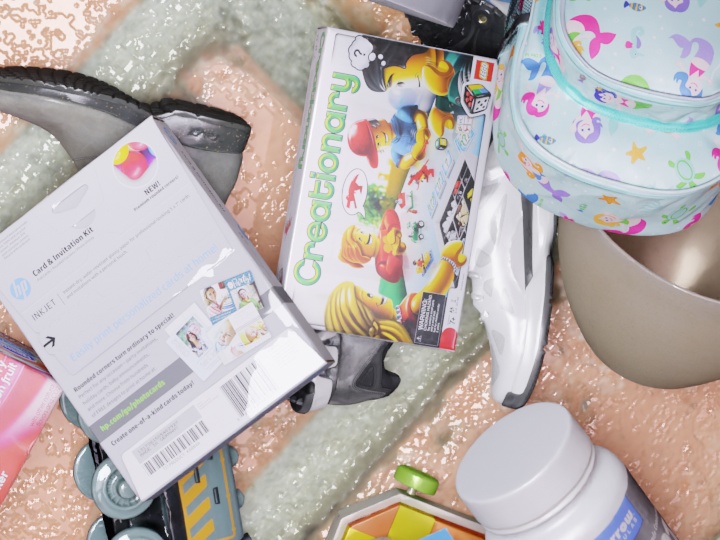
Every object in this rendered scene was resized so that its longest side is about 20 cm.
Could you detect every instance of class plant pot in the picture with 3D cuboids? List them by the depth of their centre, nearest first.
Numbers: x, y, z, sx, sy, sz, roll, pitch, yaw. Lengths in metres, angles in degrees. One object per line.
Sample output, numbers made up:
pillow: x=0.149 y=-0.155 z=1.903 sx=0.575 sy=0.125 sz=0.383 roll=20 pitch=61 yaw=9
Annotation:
plant pot: x=0.217 y=0.002 z=1.744 sx=0.199 sy=0.201 sz=0.135 roll=13 pitch=131 yaw=-10

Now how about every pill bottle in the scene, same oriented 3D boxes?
pill bottle: x=0.157 y=0.194 z=1.760 sx=0.114 sy=0.114 sz=0.200 roll=-39 pitch=115 yaw=-2

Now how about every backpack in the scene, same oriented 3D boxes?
backpack: x=0.177 y=-0.130 z=1.636 sx=0.176 sy=0.151 sz=0.201 roll=16 pitch=72 yaw=-2

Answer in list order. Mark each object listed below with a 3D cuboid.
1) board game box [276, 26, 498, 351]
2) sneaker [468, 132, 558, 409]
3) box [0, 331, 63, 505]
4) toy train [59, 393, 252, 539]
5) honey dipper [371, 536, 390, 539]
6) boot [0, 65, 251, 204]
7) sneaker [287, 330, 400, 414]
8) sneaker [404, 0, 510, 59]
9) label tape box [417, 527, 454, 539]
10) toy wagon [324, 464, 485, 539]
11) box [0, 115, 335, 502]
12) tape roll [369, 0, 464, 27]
board game box: x=0.017 y=-0.054 z=1.703 sx=0.125 sy=0.035 sz=0.201 roll=9 pitch=91 yaw=-15
sneaker: x=0.077 y=-0.007 z=1.772 sx=0.114 sy=0.076 sz=0.202 roll=5 pitch=89 yaw=-1
box: x=-0.288 y=0.134 z=1.712 sx=0.099 sy=0.095 sz=0.201 roll=29 pitch=92 yaw=-10
toy train: x=-0.137 y=0.134 z=1.746 sx=0.113 sy=0.085 sz=0.201 roll=-12 pitch=99 yaw=-17
honey dipper: x=0.056 y=0.275 z=1.779 sx=0.038 sy=0.038 sz=0.201 roll=-34 pitch=106 yaw=-3
boot: x=-0.178 y=-0.060 z=1.722 sx=0.199 sy=0.068 sz=0.131 roll=14 pitch=101 yaw=-9
sneaker: x=0.000 y=0.000 z=1.758 sx=0.090 sy=0.066 sz=0.202 roll=3 pitch=95 yaw=-19
sneaker: x=0.129 y=-0.166 z=1.761 sx=0.199 sy=0.073 sz=0.072 roll=13 pitch=130 yaw=1
label tape box: x=0.052 y=0.290 z=1.729 sx=0.144 sy=0.063 sz=0.200 roll=-27 pitch=109 yaw=32
toy wagon: x=0.063 y=0.236 z=1.809 sx=0.199 sy=0.040 sz=0.156 roll=23 pitch=94 yaw=-11
box: x=-0.137 y=0.026 z=1.667 sx=0.156 sy=0.041 sz=0.200 roll=-37 pitch=84 yaw=6
tape roll: x=-0.020 y=-0.221 z=1.654 sx=0.199 sy=0.200 sz=0.067 roll=18 pitch=95 yaw=-11
